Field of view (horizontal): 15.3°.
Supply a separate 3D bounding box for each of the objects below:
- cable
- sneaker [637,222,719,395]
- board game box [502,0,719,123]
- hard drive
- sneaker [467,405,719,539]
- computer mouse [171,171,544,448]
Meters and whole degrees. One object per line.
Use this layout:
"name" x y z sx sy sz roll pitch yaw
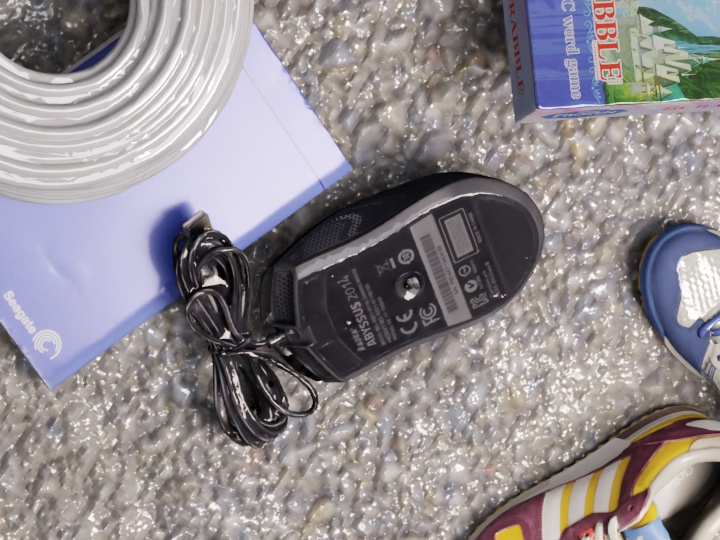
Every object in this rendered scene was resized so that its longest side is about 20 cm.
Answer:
"cable" -0.151 -0.135 1.347 0.200 0.069 0.200 -22 93 -8
"sneaker" 0.233 0.057 1.504 0.075 0.088 0.200 -39 107 -4
"board game box" 0.171 -0.184 1.435 0.199 0.041 0.200 -5 85 -16
"hard drive" -0.121 -0.048 1.413 0.200 0.025 0.132 -36 108 -7
"sneaker" 0.132 0.151 1.490 0.200 0.090 0.075 -39 108 -5
"computer mouse" 0.000 0.000 1.441 0.200 0.053 0.139 -21 120 -8
